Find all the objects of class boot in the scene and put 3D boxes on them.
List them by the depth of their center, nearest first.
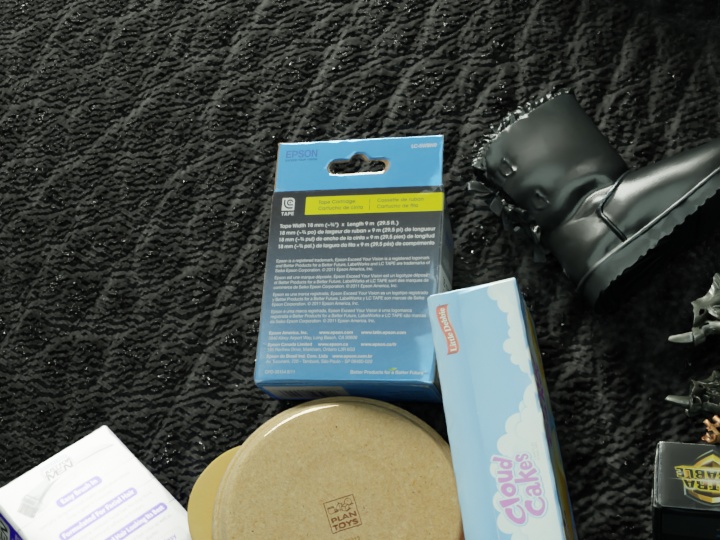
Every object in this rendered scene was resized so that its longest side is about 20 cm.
[{"bbox_3d":[0.195,-0.079,0.859,0.198,0.073,0.163,-38,62,1],"label":"boot"}]

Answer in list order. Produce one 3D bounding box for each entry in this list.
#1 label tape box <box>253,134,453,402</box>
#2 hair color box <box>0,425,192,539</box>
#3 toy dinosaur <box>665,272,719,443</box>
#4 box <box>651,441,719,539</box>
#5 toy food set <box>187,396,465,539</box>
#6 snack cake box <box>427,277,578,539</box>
[{"bbox_3d":[0.000,0.000,0.886,0.143,0.063,0.202,-1,71,16],"label":"label tape box"},{"bbox_3d":[-0.176,0.222,0.832,0.109,0.065,0.200,-30,61,-37],"label":"hair color box"},{"bbox_3d":[0.281,0.066,0.733,0.135,0.199,0.103,17,95,43],"label":"toy dinosaur"},{"bbox_3d":[0.283,0.168,0.693,0.198,0.159,0.046,2,55,15],"label":"box"},{"bbox_3d":[-0.013,0.186,0.807,0.199,0.049,0.198,-29,62,-17],"label":"toy food set"},{"bbox_3d":[0.103,0.120,0.786,0.067,0.115,0.201,-12,68,11],"label":"snack cake box"}]
